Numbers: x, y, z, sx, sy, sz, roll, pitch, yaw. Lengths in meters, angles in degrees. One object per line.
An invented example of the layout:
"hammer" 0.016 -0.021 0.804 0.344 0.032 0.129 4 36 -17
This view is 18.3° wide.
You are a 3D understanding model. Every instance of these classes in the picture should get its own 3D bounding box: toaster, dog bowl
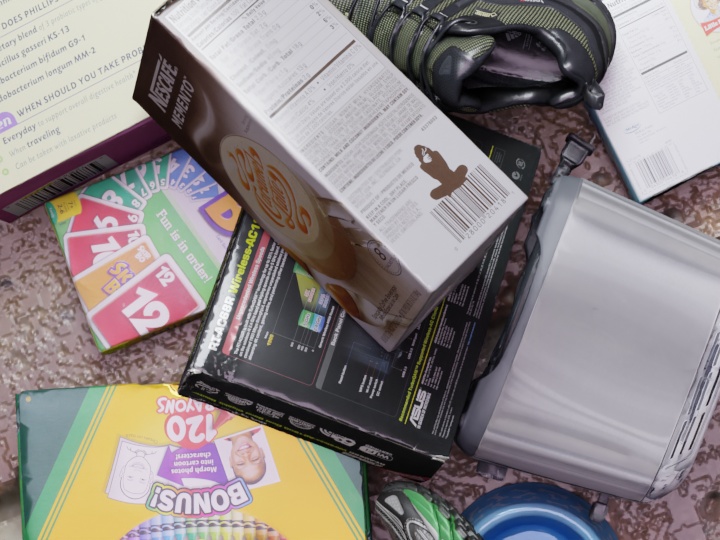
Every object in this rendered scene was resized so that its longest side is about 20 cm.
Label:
"toaster" 0.140 0.037 1.257 0.128 0.114 0.201 21 86 0
"dog bowl" 0.076 0.217 1.277 0.111 0.050 0.201 31 89 5

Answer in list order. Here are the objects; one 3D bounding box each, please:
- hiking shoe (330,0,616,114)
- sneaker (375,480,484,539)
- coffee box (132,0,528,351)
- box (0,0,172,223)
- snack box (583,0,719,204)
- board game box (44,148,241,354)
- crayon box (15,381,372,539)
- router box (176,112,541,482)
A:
"hiking shoe" 0.042 -0.132 1.226 0.198 0.101 0.076 8 115 4
"sneaker" 0.052 0.209 1.215 0.085 0.078 0.201 -23 86 2
"coffee box" -0.020 -0.066 1.169 0.200 0.114 0.080 45 69 6
"box" -0.180 -0.158 1.294 0.175 0.097 0.201 -27 86 1
"snack box" 0.224 -0.133 1.299 0.199 0.037 0.117 -26 86 1
"board game box" -0.077 -0.031 1.315 0.199 0.030 0.096 -21 85 -1
"crayon box" -0.094 0.123 1.287 0.198 0.058 0.120 -4 85 2
"router box" 0.000 0.000 1.246 0.149 0.062 0.201 21 70 -6
